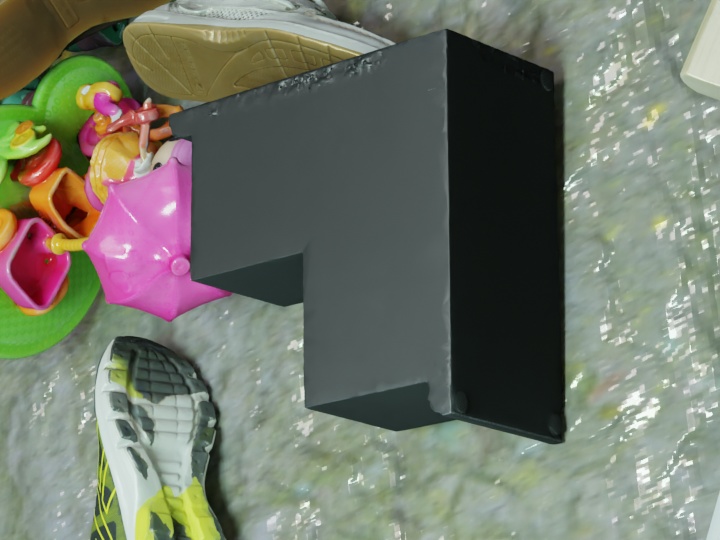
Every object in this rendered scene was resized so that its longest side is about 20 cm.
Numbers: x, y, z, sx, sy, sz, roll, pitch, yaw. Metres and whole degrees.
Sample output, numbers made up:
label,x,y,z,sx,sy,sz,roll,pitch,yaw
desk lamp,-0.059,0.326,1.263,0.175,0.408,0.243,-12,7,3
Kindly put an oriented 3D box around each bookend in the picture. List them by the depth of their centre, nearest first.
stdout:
label,x,y,z,sx,sy,sz,roll,pitch,yaw
bookend,0.000,0.000,1.512,0.198,0.092,0.201,-15,69,39

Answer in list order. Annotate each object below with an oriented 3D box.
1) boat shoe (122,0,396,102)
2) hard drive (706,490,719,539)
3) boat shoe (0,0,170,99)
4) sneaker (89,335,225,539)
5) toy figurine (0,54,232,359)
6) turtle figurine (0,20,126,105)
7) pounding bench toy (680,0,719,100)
label,x,y,z,sx,sy,sz,roll,pitch,yaw
boat shoe,-0.041,-0.130,1.634,0.199,0.071,0.069,14,47,33
hard drive,0.200,0.109,1.243,0.200,0.026,0.132,98,153,-45
boat shoe,-0.178,-0.171,1.734,0.070,0.200,0.071,17,135,55
sneaker,-0.128,0.130,1.639,0.085,0.074,0.201,-44,44,39
toy figurine,-0.129,-0.039,1.662,0.184,0.150,0.200,2,51,43
turtle figurine,-0.243,-0.122,1.832,0.199,0.101,0.150,-4,88,31
pounding bench toy,0.248,-0.057,1.195,0.156,0.200,0.125,17,90,49
